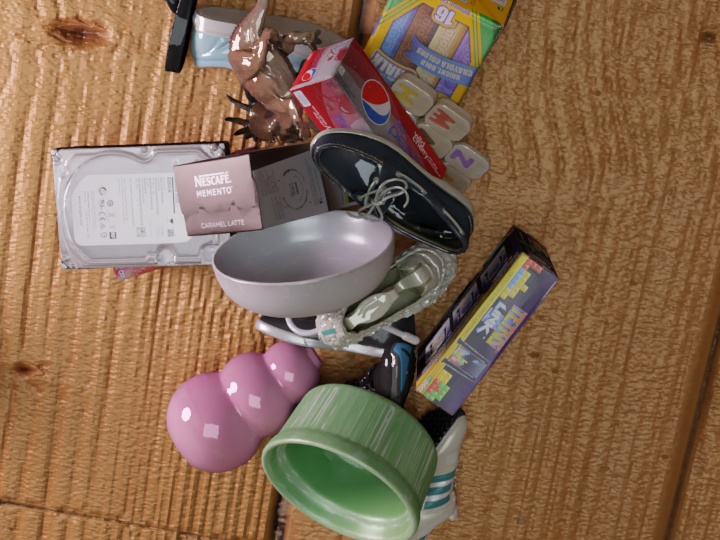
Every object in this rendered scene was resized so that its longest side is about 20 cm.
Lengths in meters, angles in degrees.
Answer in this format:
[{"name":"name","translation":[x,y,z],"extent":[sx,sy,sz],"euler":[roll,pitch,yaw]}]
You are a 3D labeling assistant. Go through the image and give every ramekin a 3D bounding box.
[{"name":"ramekin","translation":[-0.006,0.223,1.454],"extent":[0.199,0.098,0.200],"euler":[20,145,15]}]

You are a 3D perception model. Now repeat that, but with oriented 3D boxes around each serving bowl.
[{"name":"serving bowl","translation":[-0.058,0.001,1.347],"extent":[0.199,0.200,0.066],"euler":[-6,114,4]}]

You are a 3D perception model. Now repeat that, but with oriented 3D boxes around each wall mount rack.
[{"name":"wall mount rack","translation":[0.000,0.000,1.445],"extent":[0.173,0.075,0.201],"euler":[13,72,25]}]

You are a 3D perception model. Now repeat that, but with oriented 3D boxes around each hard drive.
[{"name":"hard drive","translation":[-0.244,-0.074,1.405],"extent":[0.199,0.038,0.140],"euler":[-1,101,3]}]

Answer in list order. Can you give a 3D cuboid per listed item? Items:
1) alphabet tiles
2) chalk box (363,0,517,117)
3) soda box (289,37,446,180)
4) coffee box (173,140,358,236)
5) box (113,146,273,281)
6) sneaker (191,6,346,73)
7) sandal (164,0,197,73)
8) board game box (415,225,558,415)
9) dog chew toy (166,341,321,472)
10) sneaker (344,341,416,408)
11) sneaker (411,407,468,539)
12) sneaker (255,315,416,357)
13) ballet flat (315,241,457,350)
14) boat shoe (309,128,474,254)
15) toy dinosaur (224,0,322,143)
[{"name":"alphabet tiles","translation":[0.042,-0.144,1.418],"extent":[0.195,0.015,0.200],"euler":[34,143,-10]},{"name":"chalk box","translation":[0.078,-0.257,1.382],"extent":[0.123,0.125,0.200],"euler":[28,136,-4]},{"name":"soda box","translation":[0.012,-0.152,1.353],"extent":[0.063,0.070,0.200],"euler":[-10,131,38]},{"name":"coffee box","translation":[-0.090,-0.095,1.356],"extent":[0.114,0.200,0.080],"euler":[-5,98,37]},{"name":"box","translation":[-0.204,-0.069,1.471],"extent":[0.199,0.096,0.100],"euler":[-17,102,6]},{"name":"sneaker","translation":[-0.100,-0.249,1.446],"extent":[0.199,0.074,0.082],"euler":[14,121,2]},{"name":"sandal","translation":[-0.210,-0.328,1.421],"extent":[0.048,0.075,0.201],"euler":[13,104,-4]},{"name":"board game box","translation":[0.145,0.054,1.449],"extent":[0.057,0.165,0.200],"euler":[35,103,-6]},{"name":"dog chew toy","translation":[-0.136,0.157,1.514],"extent":[0.200,0.125,0.125],"euler":[-34,100,2]},{"name":"sneaker","translation":[0.014,0.156,1.494],"extent":[0.082,0.073,0.200],"euler":[21,134,8]},{"name":"sneaker","translation":[0.093,0.264,1.561],"extent":[0.093,0.070,0.200],"euler":[26,100,-24]},{"name":"sneaker","translation":[-0.025,0.046,1.509],"extent":[0.199,0.071,0.100],"euler":[7,96,1]},{"name":"ballet flat","translation":[0.041,0.026,1.384],"extent":[0.200,0.072,0.072],"euler":[-35,101,-22]},{"name":"boat shoe","translation":[0.033,-0.080,1.315],"extent":[0.200,0.062,0.075],"euler":[33,128,-18]},{"name":"toy dinosaur","translation":[-0.107,-0.215,1.381],"extent":[0.135,0.086,0.201],"euler":[2,123,42]}]
